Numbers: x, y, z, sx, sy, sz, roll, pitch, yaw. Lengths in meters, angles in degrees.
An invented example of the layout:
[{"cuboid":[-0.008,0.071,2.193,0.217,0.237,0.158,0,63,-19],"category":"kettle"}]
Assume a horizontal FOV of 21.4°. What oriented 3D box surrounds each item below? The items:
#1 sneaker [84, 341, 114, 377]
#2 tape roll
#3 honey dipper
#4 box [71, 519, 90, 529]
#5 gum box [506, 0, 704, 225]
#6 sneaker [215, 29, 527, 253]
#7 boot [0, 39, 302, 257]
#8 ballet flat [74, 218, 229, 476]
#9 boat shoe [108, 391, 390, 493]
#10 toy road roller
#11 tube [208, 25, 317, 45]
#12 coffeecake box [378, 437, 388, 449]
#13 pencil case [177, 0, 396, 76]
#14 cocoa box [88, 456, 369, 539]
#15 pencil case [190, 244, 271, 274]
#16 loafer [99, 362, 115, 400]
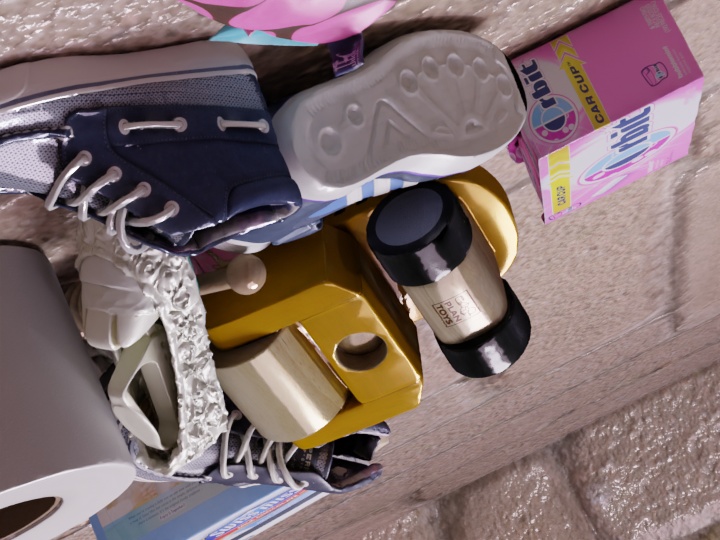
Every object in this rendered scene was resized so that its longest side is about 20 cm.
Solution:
[{"cuboid":[-0.148,0.054,1.319,0.199,0.073,0.085,-14,144,-45],"category":"sneaker"},{"cuboid":[-0.245,0.092,1.095,0.201,0.140,0.203,-23,167,-6],"category":"tape roll"},{"cuboid":[-0.120,0.012,1.113,0.038,0.038,0.199,-14,180,-40],"category":"honey dipper"},{"cuboid":[-0.275,0.192,1.615,0.082,0.050,0.199,-33,165,28],"category":"box"},{"cuboid":[0.155,-0.100,1.250,0.113,0.067,0.200,-27,167,1],"category":"gum box"},{"cuboid":[-0.017,-0.068,1.070,0.199,0.081,0.146,-23,-179,-43],"category":"sneaker"},{"cuboid":[-0.119,-0.048,0.895,0.199,0.091,0.073,-17,165,-34],"category":"boot"},{"cuboid":[-0.119,0.038,1.058,0.071,0.072,0.201,-23,130,-9],"category":"ballet flat"},{"cuboid":[-0.068,0.105,1.205,0.092,0.076,0.199,19,-164,40],"category":"boat shoe"},{"cuboid":[0.000,0.000,1.154,0.198,0.147,0.123,-25,131,13],"category":"toy road roller"},{"cuboid":[0.020,-0.152,0.870,0.199,0.051,0.077,-29,160,38],"category":"tube"},{"cuboid":[-0.097,0.188,1.875,0.199,0.074,0.153,-14,163,-39],"category":"coffeecake box"},{"cuboid":[-0.053,-0.133,0.709,0.093,0.092,0.200,-23,166,22],"category":"pencil case"},{"cuboid":[-0.118,0.148,1.548,0.199,0.134,0.131,-30,165,17],"category":"cocoa box"},{"cuboid":[-0.038,0.005,1.245,0.199,0.087,0.082,-14,179,-37],"category":"pencil case"},{"cuboid":[-0.103,0.095,1.278,0.073,0.071,0.200,-48,151,8],"category":"loafer"}]
